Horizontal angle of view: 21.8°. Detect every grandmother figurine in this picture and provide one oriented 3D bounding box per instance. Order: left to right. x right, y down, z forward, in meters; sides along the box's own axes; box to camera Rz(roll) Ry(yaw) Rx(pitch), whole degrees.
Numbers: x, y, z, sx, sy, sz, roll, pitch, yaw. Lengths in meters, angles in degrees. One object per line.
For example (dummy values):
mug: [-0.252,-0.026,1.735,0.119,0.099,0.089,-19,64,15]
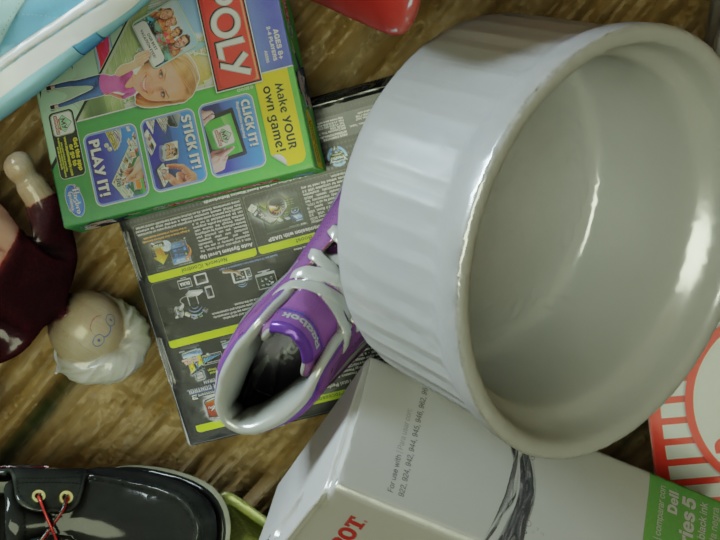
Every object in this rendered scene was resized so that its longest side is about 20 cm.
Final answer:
grandmother figurine: [-0.191,-0.001,0.962,0.200,0.061,0.121,36,84,-30]

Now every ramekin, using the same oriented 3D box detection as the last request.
ramekin: [0.083,-0.023,0.860,0.098,0.200,0.201,22,110,44]

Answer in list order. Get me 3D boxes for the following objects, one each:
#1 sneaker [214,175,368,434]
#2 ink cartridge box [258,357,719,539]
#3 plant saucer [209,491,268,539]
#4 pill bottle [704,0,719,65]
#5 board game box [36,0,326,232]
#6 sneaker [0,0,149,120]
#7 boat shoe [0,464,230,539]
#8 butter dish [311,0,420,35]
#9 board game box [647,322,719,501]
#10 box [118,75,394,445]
sneaker: [0.000,0.001,0.897,0.073,0.114,0.201,35,104,0]
ink cartridge box: [0.059,0.144,0.936,0.200,0.084,0.146,24,140,-8]
plant saucer: [-0.046,0.244,1.039,0.200,0.048,0.200,35,105,-2]
pill bottle: [0.269,-0.121,0.877,0.199,0.113,0.114,11,104,4]
board game box: [-0.104,-0.132,0.942,0.134,0.029,0.201,-13,86,12]
sneaker: [-0.161,-0.163,0.883,0.200,0.080,0.131,-37,104,8]
boat shoe: [-0.168,0.141,0.999,0.201,0.063,0.074,-2,84,21]
butter dish: [0.056,-0.212,0.867,0.147,0.199,0.201,4,104,-21]
board game box: [0.245,0.057,0.957,0.199,0.046,0.152,-7,102,9]
box: [-0.017,-0.009,0.978,0.200,0.044,0.161,-15,101,11]
